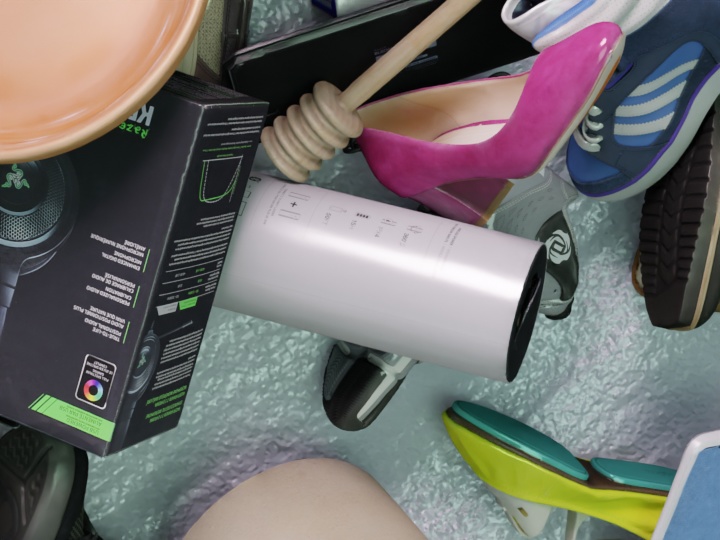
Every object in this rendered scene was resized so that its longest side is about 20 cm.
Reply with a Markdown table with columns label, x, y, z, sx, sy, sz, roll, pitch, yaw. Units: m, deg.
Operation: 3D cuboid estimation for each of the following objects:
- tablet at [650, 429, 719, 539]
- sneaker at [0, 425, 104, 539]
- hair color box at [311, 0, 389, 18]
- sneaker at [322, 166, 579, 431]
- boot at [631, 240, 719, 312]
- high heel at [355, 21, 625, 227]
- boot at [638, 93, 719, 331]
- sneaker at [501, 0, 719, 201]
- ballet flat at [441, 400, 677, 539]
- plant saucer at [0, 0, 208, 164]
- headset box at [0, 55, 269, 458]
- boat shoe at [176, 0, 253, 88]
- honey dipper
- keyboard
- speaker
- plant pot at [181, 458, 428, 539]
| label | x | y | z | sx | sy | sz | roll | pitch | yaw |
| --- | --- | --- | --- | --- | --- | --- | --- | --- | --- |
| tablet | 0.224 | 0.180 | 1.199 | 0.130 | 0.014 | 0.201 | -5 | 125 | -35 |
| sneaker | -0.165 | 0.158 | 1.065 | 0.114 | 0.076 | 0.200 | -4 | 129 | -31 |
| hair color box | 0.020 | -0.246 | 1.026 | 0.109 | 0.065 | 0.201 | -11 | 107 | -15 |
| sneaker | 0.068 | 0.024 | 1.117 | 0.115 | 0.075 | 0.200 | 27 | 97 | -27 |
| boot | 0.289 | -0.040 | 1.170 | 0.199 | 0.066 | 0.176 | 15 | 100 | -19 |
| high heel | 0.062 | -0.092 | 0.981 | 0.096 | 0.200 | 0.067 | 38 | 63 | -2 |
| boot | 0.245 | -0.054 | 1.100 | 0.138 | 0.077 | 0.201 | 13 | 85 | -19 |
| sneaker | 0.126 | -0.119 | 1.034 | 0.146 | 0.081 | 0.200 | 7 | 143 | -27 |
| ballet flat | 0.131 | 0.141 | 1.174 | 0.199 | 0.067 | 0.067 | 19 | 102 | -23 |
| plant saucer | -0.164 | -0.145 | 0.905 | 0.199 | 0.037 | 0.201 | -2 | 77 | 10 |
| headset box | -0.165 | -0.018 | 0.978 | 0.174 | 0.093 | 0.201 | 21 | 102 | 16 |
| boat shoe | -0.081 | -0.190 | 1.013 | 0.066 | 0.072 | 0.202 | -2 | 108 | -39 |
| honey dipper | 0.028 | -0.121 | 0.999 | 0.200 | 0.038 | 0.038 | -39 | 115 | 22 |
| keyboard | 0.025 | -0.113 | 1.057 | 0.199 | 0.021 | 0.127 | -17 | 146 | -4 |
| speaker | 0.000 | 0.000 | 1.031 | 0.199 | 0.081 | 0.082 | 14 | 104 | 14 |
| plant pot | 0.006 | 0.233 | 1.059 | 0.187 | 0.200 | 0.188 | -18 | 122 | -32 |
